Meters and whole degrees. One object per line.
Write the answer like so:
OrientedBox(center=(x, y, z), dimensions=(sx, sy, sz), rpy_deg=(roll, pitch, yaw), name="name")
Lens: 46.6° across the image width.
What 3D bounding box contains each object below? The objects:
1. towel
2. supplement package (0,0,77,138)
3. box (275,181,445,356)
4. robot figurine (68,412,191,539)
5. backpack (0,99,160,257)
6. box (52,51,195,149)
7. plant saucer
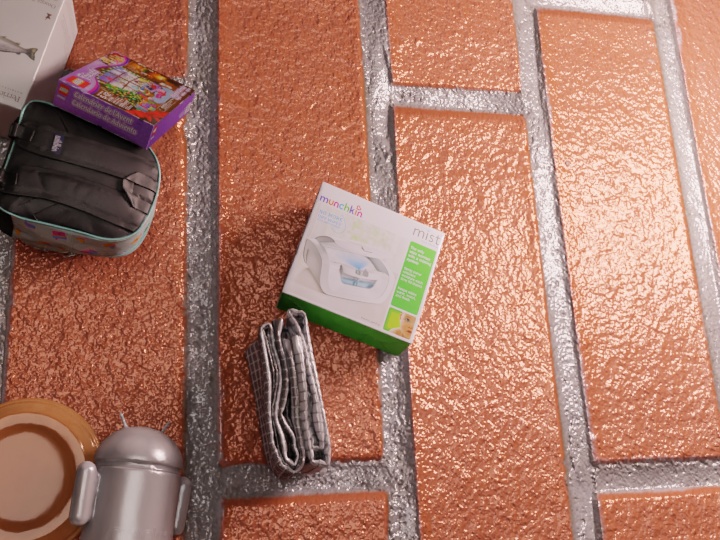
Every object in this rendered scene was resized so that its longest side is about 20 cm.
OrientedBox(center=(-0.098, 0.168, 1.097), dimensions=(0.084, 0.166, 0.204), rpy_deg=(-9, 75, -10), name="towel")
OrientedBox(center=(-0.487, -0.300, 1.170), dimensions=(0.114, 0.117, 0.204), rpy_deg=(15, 70, -9), name="supplement package")
OrientedBox(center=(0.000, 0.000, 1.210), dimensions=(0.197, 0.097, 0.180), rpy_deg=(22, 71, -5), name="box")
OrientedBox(center=(-0.283, 0.285, 1.041), dimensions=(0.168, 0.111, 0.205), rpy_deg=(25, 63, -47), name="robot figurine")
OrientedBox(center=(-0.369, -0.106, 1.119), dimensions=(0.196, 0.154, 0.179), rpy_deg=(12, 65, -8), name="backpack")
OrientedBox(center=(-0.323, -0.242, 1.167), dimensions=(0.135, 0.040, 0.201), rpy_deg=(24, 25, -6), name="box")
OrientedBox(center=(-0.424, 0.261, 1.054), dimensions=(0.195, 0.037, 0.205), rpy_deg=(4, 72, -13), name="plant saucer")
